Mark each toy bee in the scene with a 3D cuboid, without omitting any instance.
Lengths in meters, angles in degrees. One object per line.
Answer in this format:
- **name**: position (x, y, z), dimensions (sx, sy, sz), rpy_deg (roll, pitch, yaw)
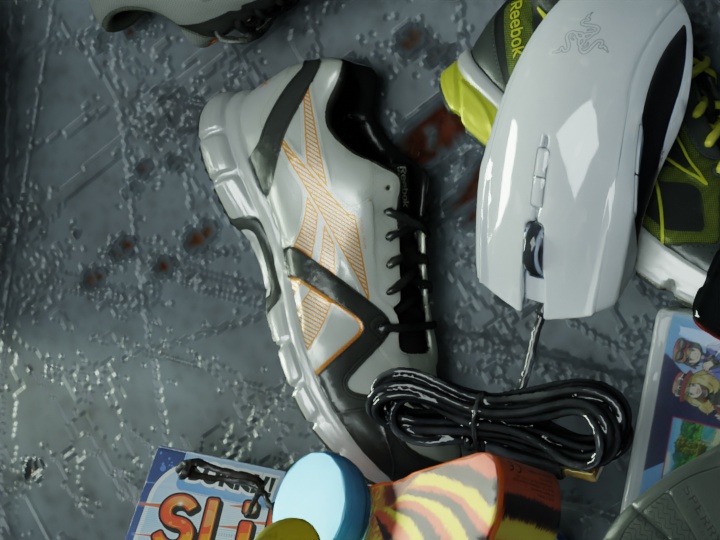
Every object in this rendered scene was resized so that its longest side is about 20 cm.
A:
- **toy bee**: position (0.000, 0.132, 1.019), dimensions (0.200, 0.130, 0.110), rpy_deg (154, 126, -67)

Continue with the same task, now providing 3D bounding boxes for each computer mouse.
- **computer mouse**: position (0.072, -0.022, 0.983), dimensions (0.109, 0.044, 0.201), rpy_deg (14, 91, 33)

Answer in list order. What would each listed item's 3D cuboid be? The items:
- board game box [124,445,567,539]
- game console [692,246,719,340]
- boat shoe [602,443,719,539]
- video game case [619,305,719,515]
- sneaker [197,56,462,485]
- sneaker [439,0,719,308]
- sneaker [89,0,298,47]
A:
- **board game box**: position (-0.019, 0.160, 1.093), dimensions (0.199, 0.034, 0.136), rpy_deg (8, 69, 27)
- **game console**: position (0.237, -0.039, 0.939), dimensions (0.176, 0.031, 0.201), rpy_deg (21, 77, 24)
- **boat shoe**: position (0.185, 0.080, 0.979), dimensions (0.202, 0.065, 0.075), rpy_deg (-39, 57, 18)
- **video game case**: position (0.188, 0.131, 1.022), dimensions (0.181, 0.023, 0.201), rpy_deg (14, 100, 26)
- **sneaker**: position (0.000, 0.000, 1.085), dimensions (0.080, 0.074, 0.201), rpy_deg (-28, 80, 24)
- **sneaker**: position (0.121, -0.051, 1.017), dimensions (0.200, 0.074, 0.085), rpy_deg (37, 108, 21)
- **sneaker**: position (-0.040, -0.136, 1.105), dimensions (0.199, 0.074, 0.080), rpy_deg (6, 105, 33)
